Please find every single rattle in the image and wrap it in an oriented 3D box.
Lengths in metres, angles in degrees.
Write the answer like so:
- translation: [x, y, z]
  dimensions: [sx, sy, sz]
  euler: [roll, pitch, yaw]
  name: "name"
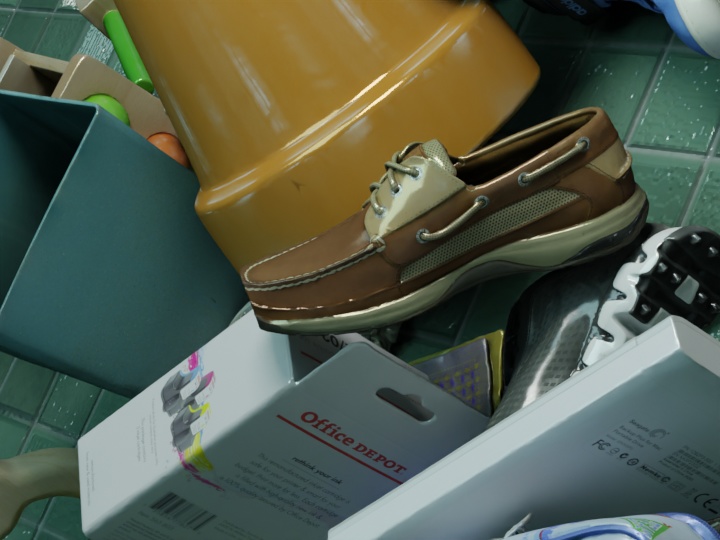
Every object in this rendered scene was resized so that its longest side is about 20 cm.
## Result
- translation: [-0.197, 0.168, 1.191]
  dimensions: [0.130, 0.200, 0.143]
  euler: [-45, 38, 18]
  name: "rattle"

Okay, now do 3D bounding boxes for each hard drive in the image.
- translation: [0.102, 0.102, 0.948]
  dimensions: [0.200, 0.132, 0.026]
  euler: [-35, 44, 29]
  name: "hard drive"

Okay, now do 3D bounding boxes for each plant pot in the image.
- translation: [-0.036, -0.122, 1.141]
  dimensions: [0.200, 0.183, 0.200]
  euler: [-36, 11, 8]
  name: "plant pot"
- translation: [-0.144, 0.005, 1.246]
  dimensions: [0.141, 0.200, 0.141]
  euler: [13, 75, 52]
  name: "plant pot"

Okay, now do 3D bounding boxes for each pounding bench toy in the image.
- translation: [-0.180, -0.102, 1.428]
  dimensions: [0.156, 0.124, 0.200]
  euler: [16, 78, 53]
  name: "pounding bench toy"

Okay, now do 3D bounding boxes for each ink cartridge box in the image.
- translation: [-0.039, 0.086, 1.101]
  dimensions: [0.200, 0.115, 0.068]
  euler: [-36, 42, 27]
  name: "ink cartridge box"

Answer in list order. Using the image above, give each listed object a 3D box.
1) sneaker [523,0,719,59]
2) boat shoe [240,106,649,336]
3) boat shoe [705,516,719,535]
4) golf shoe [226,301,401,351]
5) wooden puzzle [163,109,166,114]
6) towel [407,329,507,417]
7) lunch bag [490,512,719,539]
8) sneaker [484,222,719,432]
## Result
- translation: [0.140, -0.157, 1.130]
  dimensions: [0.111, 0.077, 0.200]
  euler: [-34, 38, 21]
  name: "sneaker"
- translation: [0.037, -0.029, 1.021]
  dimensions: [0.200, 0.074, 0.076]
  euler: [-18, 22, -4]
  name: "boat shoe"
- translation: [0.109, 0.172, 0.944]
  dimensions: [0.200, 0.070, 0.070]
  euler: [-42, 36, 19]
  name: "boat shoe"
- translation: [0.000, 0.000, 1.209]
  dimensions: [0.200, 0.078, 0.097]
  euler: [-36, 24, 21]
  name: "golf shoe"
- translation: [-0.066, -0.210, 1.333]
  dimensions: [0.185, 0.037, 0.200]
  euler: [-24, 50, 56]
  name: "wooden puzzle"
- translation: [0.020, 0.135, 1.112]
  dimensions: [0.144, 0.023, 0.200]
  euler: [-19, 52, 41]
  name: "towel"
- translation: [0.093, 0.198, 0.875]
  dimensions: [0.160, 0.076, 0.200]
  euler: [-21, 78, 34]
  name: "lunch bag"
- translation: [0.100, 0.056, 1.044]
  dimensions: [0.200, 0.066, 0.090]
  euler: [-56, 33, -2]
  name: "sneaker"
